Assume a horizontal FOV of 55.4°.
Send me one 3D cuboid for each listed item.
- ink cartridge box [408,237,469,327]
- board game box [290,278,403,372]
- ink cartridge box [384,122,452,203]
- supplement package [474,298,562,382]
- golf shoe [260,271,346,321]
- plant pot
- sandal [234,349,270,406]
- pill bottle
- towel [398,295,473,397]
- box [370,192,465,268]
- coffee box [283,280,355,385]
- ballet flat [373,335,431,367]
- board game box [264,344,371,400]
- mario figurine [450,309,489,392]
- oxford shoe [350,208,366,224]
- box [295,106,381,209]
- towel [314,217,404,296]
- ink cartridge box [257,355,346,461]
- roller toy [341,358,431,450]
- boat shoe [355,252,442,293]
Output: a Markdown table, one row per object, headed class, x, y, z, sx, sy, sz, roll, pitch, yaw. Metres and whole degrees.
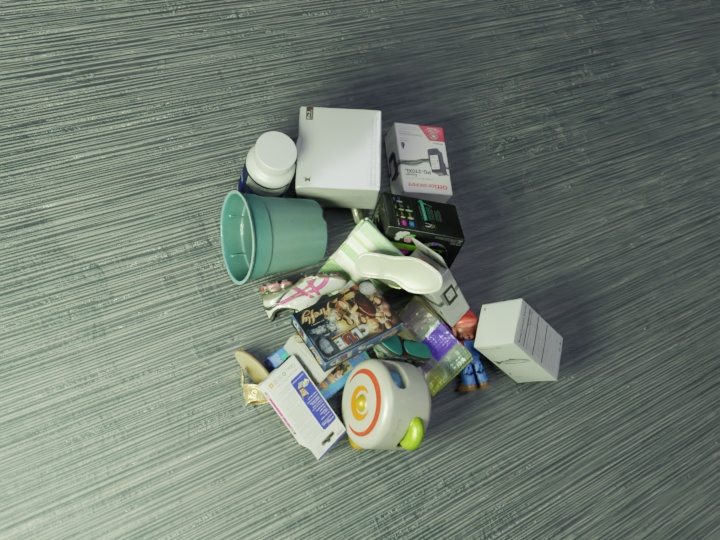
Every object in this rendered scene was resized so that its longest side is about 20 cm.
| class | x | y | z | sx | sy | sz | roll | pitch | yaw |
| --- | --- | --- | --- | --- | --- | --- | --- | --- | --- |
| ink cartridge box | 0.164 | 0.028 | 1.578 | 0.067 | 0.201 | 0.115 | -44 | 45 | -9 |
| board game box | -0.027 | 0.110 | 1.426 | 0.197 | 0.035 | 0.136 | -24 | 59 | -27 |
| ink cartridge box | 0.150 | -0.270 | 1.785 | 0.142 | 0.084 | 0.204 | 1 | 68 | -19 |
| supplement package | 0.379 | 0.171 | 1.633 | 0.199 | 0.116 | 0.119 | 38 | 57 | -33 |
| golf shoe | -0.124 | 0.057 | 1.549 | 0.196 | 0.073 | 0.094 | -12 | 86 | -5 |
| plant pot | -0.188 | -0.080 | 1.528 | 0.193 | 0.200 | 0.204 | -6 | 71 | -30 |
| sandal | -0.209 | 0.266 | 1.435 | 0.212 | 0.077 | 0.070 | 49 | 55 | -2 |
| pill bottle | -0.211 | -0.222 | 1.561 | 0.113 | 0.200 | 0.118 | 8 | 66 | -17 |
| towel | 0.149 | 0.176 | 1.598 | 0.143 | 0.023 | 0.201 | -42 | 86 | 5 |
| box | 0.126 | -0.080 | 1.647 | 0.196 | 0.150 | 0.126 | 8 | 45 | -17 |
| coffee box | -0.056 | 0.134 | 1.494 | 0.113 | 0.080 | 0.200 | 46 | 60 | 4 |
| ballet flat | 0.074 | 0.179 | 1.518 | 0.198 | 0.073 | 0.076 | 27 | 59 | -37 |
| board game box | -0.091 | 0.204 | 1.523 | 0.199 | 0.045 | 0.153 | -34 | 83 | -28 |
| mario figurine | 0.248 | 0.188 | 1.656 | 0.123 | 0.104 | 0.205 | 11 | 68 | -64 |
| oxford shoe | -0.031 | -0.209 | 1.712 | 0.057 | 0.075 | 0.204 | -17 | 81 | 18 |
| box | -0.052 | -0.263 | 1.615 | 0.195 | 0.131 | 0.204 | 3 | 77 | -2 |
| towel | 0.000 | 0.000 | 1.576 | 0.153 | 0.200 | 0.023 | 44 | 20 | 2 |
| ink cartridge box | -0.120 | 0.286 | 1.424 | 0.094 | 0.037 | 0.202 | -40 | 97 | -34 |
| roller toy | 0.047 | 0.285 | 1.454 | 0.138 | 0.199 | 0.187 | 11 | 72 | -33 |
| boat shoe | 0.088 | 0.004 | 1.499 | 0.198 | 0.060 | 0.074 | 14 | 89 | 18 |
